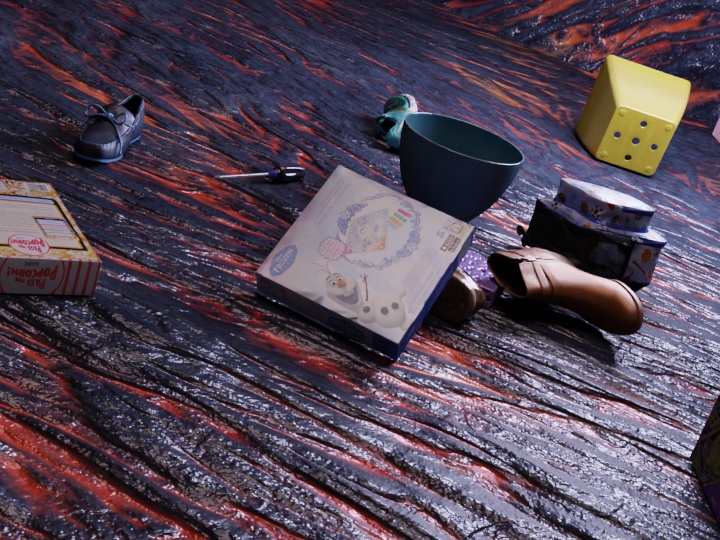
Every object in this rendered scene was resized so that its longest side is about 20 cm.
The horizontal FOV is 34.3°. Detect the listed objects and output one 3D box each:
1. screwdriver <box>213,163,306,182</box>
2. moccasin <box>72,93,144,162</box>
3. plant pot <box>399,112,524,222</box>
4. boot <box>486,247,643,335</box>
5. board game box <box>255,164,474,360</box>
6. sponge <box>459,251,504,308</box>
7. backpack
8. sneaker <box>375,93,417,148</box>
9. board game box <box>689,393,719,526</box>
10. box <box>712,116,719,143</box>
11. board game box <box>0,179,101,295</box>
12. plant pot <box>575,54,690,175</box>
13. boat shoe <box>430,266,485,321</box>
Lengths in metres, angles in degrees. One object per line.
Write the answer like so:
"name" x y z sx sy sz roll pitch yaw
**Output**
"screwdriver" -0.154 -0.144 1.754 0.029 0.028 0.199 -3 5 42
"moccasin" -0.364 -0.212 1.686 0.080 0.069 0.200 17 23 -4
"plant pot" 0.144 -0.151 1.860 0.199 0.135 0.200 16 22 -7
"boot" 0.281 0.026 1.615 0.155 0.077 0.200 4 32 -46
"board game box" 0.008 -0.015 1.433 0.198 0.043 0.200 27 58 16
"sponge" 0.110 -0.014 1.661 0.199 0.030 0.112 24 24 13
"backpack" 0.374 -0.052 1.817 0.190 0.155 0.200 18 17 -30
"sneaker" 0.067 -0.280 2.181 0.079 0.078 0.200 4 25 -12
"board game box" 0.414 0.213 1.265 0.032 0.121 0.200 19 23 -8
"box" 1.009 -0.359 3.069 0.102 0.095 0.200 17 22 -5
"board game box" -0.394 -0.043 1.304 0.151 0.047 0.200 3 27 -34
"plant pot" 0.597 -0.322 2.556 0.199 0.201 0.177 19 33 -1
"boat shoe" 0.084 -0.002 1.568 0.200 0.072 0.067 38 23 25
